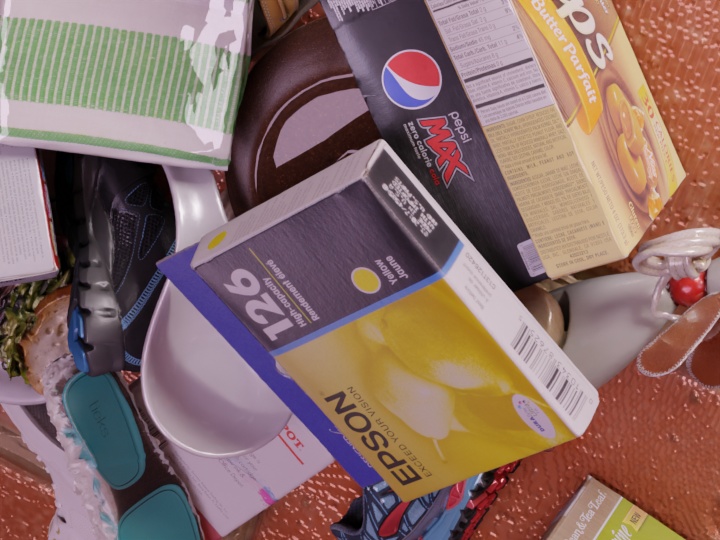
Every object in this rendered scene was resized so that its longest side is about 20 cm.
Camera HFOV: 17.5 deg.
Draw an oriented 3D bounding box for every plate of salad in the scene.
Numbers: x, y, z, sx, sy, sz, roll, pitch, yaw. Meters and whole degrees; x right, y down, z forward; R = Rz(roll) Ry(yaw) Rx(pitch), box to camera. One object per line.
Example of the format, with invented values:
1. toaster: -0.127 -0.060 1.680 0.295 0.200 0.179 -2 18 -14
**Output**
1. plate of salad: -0.235 -0.009 1.543 0.199 0.048 0.201 3 97 24

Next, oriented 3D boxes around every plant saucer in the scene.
1. plant saucer: 0.007 -0.054 1.404 0.200 0.037 0.201 5 109 15

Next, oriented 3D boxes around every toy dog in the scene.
1. toy dog: 0.160 0.047 1.354 0.200 0.132 0.097 -18 74 41

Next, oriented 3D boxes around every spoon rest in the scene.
1. spoon rest: -0.095 0.015 1.418 0.061 0.099 0.201 158 100 -74

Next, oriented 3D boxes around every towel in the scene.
1. towel: -0.131 -0.160 1.341 0.152 0.023 0.201 6 110 -10

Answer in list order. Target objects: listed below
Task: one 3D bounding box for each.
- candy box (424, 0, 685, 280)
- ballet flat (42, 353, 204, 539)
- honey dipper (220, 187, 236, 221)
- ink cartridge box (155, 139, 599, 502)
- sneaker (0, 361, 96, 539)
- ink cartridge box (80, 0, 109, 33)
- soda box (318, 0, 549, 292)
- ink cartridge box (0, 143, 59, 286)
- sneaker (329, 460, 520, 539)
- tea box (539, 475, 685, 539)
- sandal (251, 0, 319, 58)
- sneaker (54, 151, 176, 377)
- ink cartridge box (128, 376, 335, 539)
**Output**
1. candy box: 0.105 -0.111 1.296 0.055 0.115 0.200 -17 107 31
2. ballet flat: -0.155 0.138 1.525 0.072 0.072 0.201 -8 110 31
3. honey dipper: 0.000 0.000 1.460 0.199 0.038 0.038 23 124 13
4. ink cartridge box: 0.001 0.043 1.335 0.200 0.047 0.198 -28 112 39
5. sneaker: -0.204 0.146 1.622 0.200 0.074 0.116 48 130 3
6. ink cartridge box: -0.172 -0.249 1.376 0.059 0.104 0.201 -1 114 27
7. soda box: 0.048 -0.084 1.321 0.063 0.071 0.201 -21 103 14
8. ink cartridge box: -0.243 -0.089 1.453 0.084 0.176 0.201 -9 90 -8
9. sneaker: 0.038 0.128 1.482 0.095 0.079 0.200 36 126 9
10. tea box: 0.158 0.277 1.463 0.196 0.134 0.200 34 126 7
11. sandal: -0.067 -0.173 1.392 0.080 0.054 0.200 45 127 -1
12. sneaker: -0.147 -0.032 1.481 0.073 0.082 0.201 149 117 -70
13. ink cartridge box: -0.074 0.090 1.527 0.200 0.067 0.117 -36 95 37
